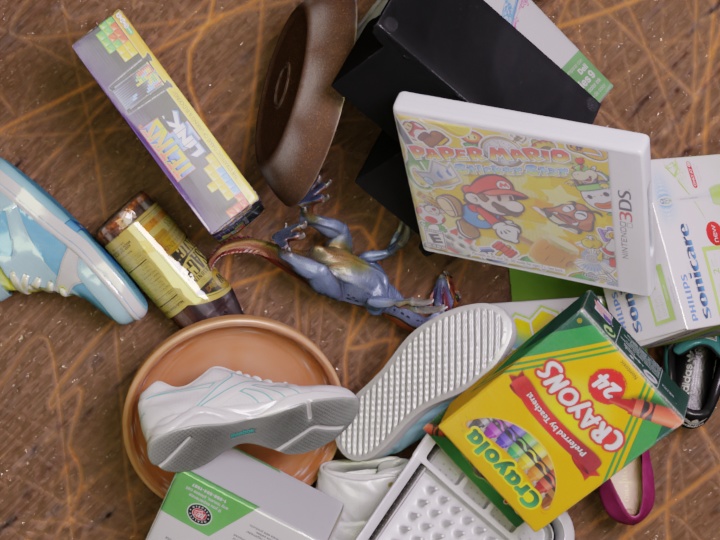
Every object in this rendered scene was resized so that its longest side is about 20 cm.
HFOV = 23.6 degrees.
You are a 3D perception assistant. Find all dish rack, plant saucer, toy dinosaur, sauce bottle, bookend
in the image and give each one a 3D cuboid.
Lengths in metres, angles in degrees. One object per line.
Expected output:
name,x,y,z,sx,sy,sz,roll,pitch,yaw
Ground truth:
dish rack,0.076,0.252,1.497,0.172,0.044,0.200,41,67,-11
plant saucer,-0.054,-0.157,1.496,0.036,0.200,0.202,13,89,-17
toy dinosaur,0.000,0.000,1.556,0.182,0.199,0.105,49,47,-34
sauce bottle,-0.153,0.019,1.561,0.066,0.066,0.200,-43,99,-1
plant saucer,-0.114,0.127,1.541,0.199,0.037,0.201,-4,114,-9
bookend,0.054,-0.131,1.418,0.198,0.200,0.092,38,57,-16

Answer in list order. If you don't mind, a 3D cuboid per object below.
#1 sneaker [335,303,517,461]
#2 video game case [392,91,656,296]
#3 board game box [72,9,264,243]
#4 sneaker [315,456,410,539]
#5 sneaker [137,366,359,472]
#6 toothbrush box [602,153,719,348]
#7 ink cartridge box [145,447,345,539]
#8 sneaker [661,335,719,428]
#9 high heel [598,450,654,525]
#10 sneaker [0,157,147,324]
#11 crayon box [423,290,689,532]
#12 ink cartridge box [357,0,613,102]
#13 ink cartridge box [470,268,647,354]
sneaker,0.065,0.095,1.528,0.200,0.082,0.074,-37,74,22
video game case,0.132,-0.058,1.354,0.199,0.182,0.023,13,57,20
board game box,-0.165,-0.121,1.513,0.057,0.165,0.200,-36,89,-1
sneaker,0.049,0.230,1.544,0.199,0.074,0.116,12,105,1
sneaker,-0.096,0.114,1.476,0.199,0.080,0.071,-4,133,-26
toothbrush box,0.299,-0.020,1.478,0.199,0.086,0.146,-6,78,-37
ink cartridge box,-0.123,0.269,1.516,0.145,0.084,0.201,27,111,1
sneaker,0.308,0.043,1.554,0.071,0.080,0.201,2,88,-1
high heel,0.230,0.126,1.546,0.067,0.096,0.201,-14,89,-1
sneaker,-0.296,0.007,1.556,0.200,0.080,0.131,42,87,10
crayon box,0.157,0.128,1.434,0.127,0.051,0.200,46,115,-4
ink cartridge box,0.099,-0.179,1.513,0.200,0.145,0.088,44,56,-2
ink cartridge box,0.170,0.027,1.523,0.147,0.076,0.201,-6,88,40
